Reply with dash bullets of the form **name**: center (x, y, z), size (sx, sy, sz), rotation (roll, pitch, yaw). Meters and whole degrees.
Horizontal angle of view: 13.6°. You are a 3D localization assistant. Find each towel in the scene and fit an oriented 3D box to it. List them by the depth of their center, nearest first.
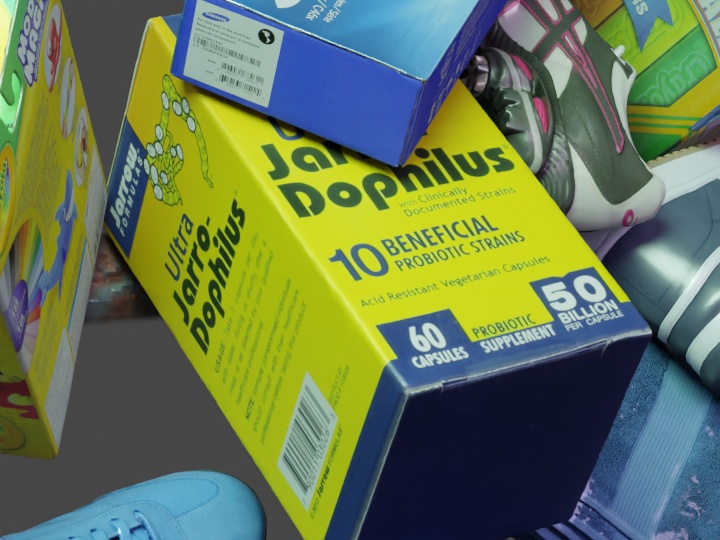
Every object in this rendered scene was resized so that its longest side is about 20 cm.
- **towel**: center (0.104, 0.073, 1.235), size (0.200, 0.049, 0.112), rotation (36, 59, -12)

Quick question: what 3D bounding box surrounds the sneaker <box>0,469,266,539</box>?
- **sneaker**: center (-0.107, 0.121, 1.093), size (0.200, 0.078, 0.066), rotation (-22, 81, -33)

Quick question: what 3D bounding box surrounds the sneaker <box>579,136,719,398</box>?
- **sneaker**: center (0.187, -0.011, 1.270), size (0.200, 0.070, 0.109), rotation (-24, 60, -36)

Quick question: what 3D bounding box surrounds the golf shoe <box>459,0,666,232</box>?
- **golf shoe**: center (0.061, -0.090, 1.237), size (0.088, 0.077, 0.201), rotation (12, 45, -27)

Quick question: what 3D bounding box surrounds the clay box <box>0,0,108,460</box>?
- **clay box**: center (-0.130, -0.022, 1.061), size (0.047, 0.200, 0.115), rotation (6, 66, 6)

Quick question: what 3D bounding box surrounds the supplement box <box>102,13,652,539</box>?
- **supplement box**: center (0.000, 0.000, 1.126), size (0.108, 0.110, 0.200), rotation (-13, 51, -30)

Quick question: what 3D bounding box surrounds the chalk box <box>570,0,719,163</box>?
- **chalk box**: center (0.167, -0.144, 1.251), size (0.124, 0.200, 0.125), rotation (-26, 81, -31)

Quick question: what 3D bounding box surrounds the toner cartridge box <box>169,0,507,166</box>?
- **toner cartridge box**: center (0.011, -0.124, 1.145), size (0.095, 0.043, 0.200), rotation (23, 40, 7)
